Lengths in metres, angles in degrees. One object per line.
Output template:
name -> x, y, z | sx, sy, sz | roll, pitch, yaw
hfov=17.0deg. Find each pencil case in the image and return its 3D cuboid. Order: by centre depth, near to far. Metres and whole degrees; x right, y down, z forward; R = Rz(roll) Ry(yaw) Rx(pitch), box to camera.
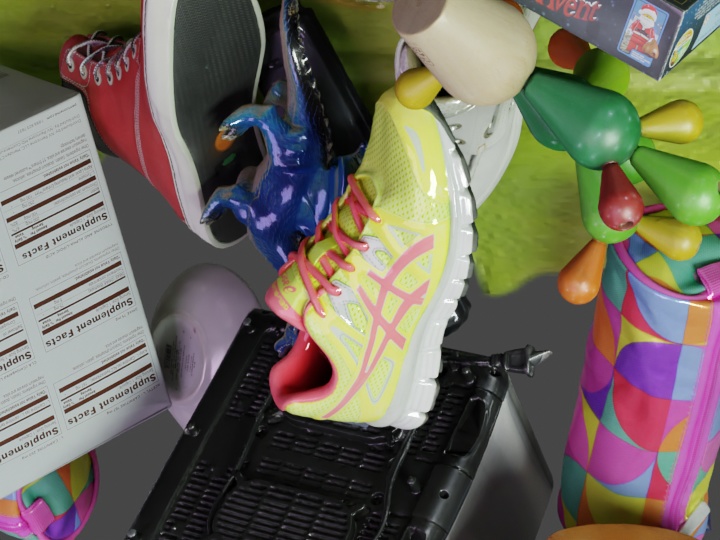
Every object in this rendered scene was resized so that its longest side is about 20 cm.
pencil case -> 0.153, 0.064, 1.223 | 0.088, 0.088, 0.201 | 23, 131, 24
pencil case -> -0.266, 0.125, 1.572 | 0.199, 0.088, 0.089 | 7, 122, 33

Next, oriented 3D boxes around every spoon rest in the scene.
spoon rest -> -0.094, 0.095, 1.428 | 0.099, 0.060, 0.202 | 19, 104, 43

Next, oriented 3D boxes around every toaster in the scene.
toaster -> -0.002, 0.129, 1.302 | 0.199, 0.182, 0.119 | 10, 149, 31

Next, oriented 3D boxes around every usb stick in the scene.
usb stick -> -0.003, -0.050, 1.300 | 0.055, 0.033, 0.201 | -15, 107, 47

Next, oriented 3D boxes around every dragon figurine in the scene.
dragon figurine -> -0.022, -0.048, 1.250 | 0.099, 0.059, 0.201 | 27, 119, 17

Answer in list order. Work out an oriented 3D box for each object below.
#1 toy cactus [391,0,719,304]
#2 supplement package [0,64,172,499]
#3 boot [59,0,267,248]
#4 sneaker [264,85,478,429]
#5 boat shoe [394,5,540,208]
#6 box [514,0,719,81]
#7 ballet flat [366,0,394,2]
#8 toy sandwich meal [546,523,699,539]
toy cactus -> 0.068, -0.073, 1.049 | 0.102, 0.165, 0.200 | -49, 44, 10
supplement package -> -0.235, -0.001, 1.392 | 0.191, 0.146, 0.201 | 24, 134, 53
boot -> -0.119, -0.118, 1.294 | 0.144, 0.072, 0.201 | 37, 149, 30
sneaker -> 0.000, 0.000, 1.179 | 0.078, 0.089, 0.201 | -118, 30, -52
boat shoe -> 0.044, -0.099, 1.206 | 0.070, 0.069, 0.201 | 29, 132, 19
box -> 0.084, -0.171, 1.081 | 0.199, 0.136, 0.038 | 32, 131, 17
ballet flat -> -0.011, -0.174, 1.181 | 0.200, 0.067, 0.063 | 50, 154, 38
toy sandwich meal -> 0.110, 0.211, 1.218 | 0.070, 0.203, 0.206 | -116, 26, -48
